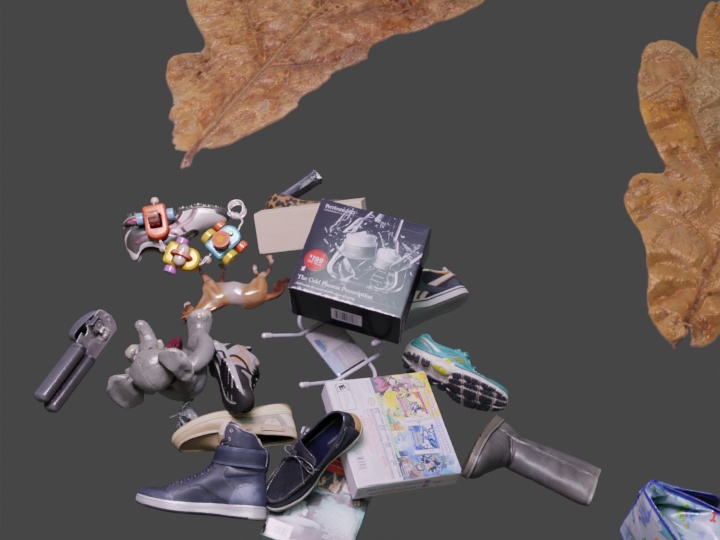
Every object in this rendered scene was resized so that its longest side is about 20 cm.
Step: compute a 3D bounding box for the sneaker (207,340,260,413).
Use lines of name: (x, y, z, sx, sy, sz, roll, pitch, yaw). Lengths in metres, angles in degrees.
sneaker: (-0.195, 0.168, 1.648, 0.080, 0.074, 0.200, 2, 22, -20)

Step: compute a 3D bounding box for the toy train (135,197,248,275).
toy train: (-0.302, -0.073, 1.799, 0.199, 0.056, 0.151, -6, 76, -4)

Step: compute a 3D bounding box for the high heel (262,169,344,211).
high heel: (-0.086, -0.086, 1.900, 0.142, 0.071, 0.200, -37, 67, -14)

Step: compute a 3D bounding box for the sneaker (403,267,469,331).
sneaker: (0.094, 0.052, 1.797, 0.199, 0.079, 0.080, -17, 60, -30)

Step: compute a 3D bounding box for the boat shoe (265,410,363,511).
boat shoe: (-0.082, 0.290, 1.554, 0.200, 0.062, 0.075, -43, 53, -1)

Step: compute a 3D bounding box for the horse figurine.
horse figurine: (-0.221, 0.031, 1.801, 0.199, 0.050, 0.133, -1, 46, -2)

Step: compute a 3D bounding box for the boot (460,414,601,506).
boot: (0.274, 0.321, 1.597, 0.200, 0.073, 0.182, 33, 34, 13)

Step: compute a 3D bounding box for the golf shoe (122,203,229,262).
golf shoe: (-0.338, -0.069, 1.862, 0.199, 0.077, 0.088, -10, 71, -6)

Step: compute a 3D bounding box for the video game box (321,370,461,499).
video game box: (0.048, 0.263, 1.633, 0.181, 0.047, 0.200, -5, 51, -19)

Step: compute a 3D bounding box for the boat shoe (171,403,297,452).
boat shoe: (-0.201, 0.267, 1.614, 0.199, 0.072, 0.065, -8, 54, -17)

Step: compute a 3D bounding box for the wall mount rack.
wall mount rack: (-0.064, 0.130, 1.725, 0.173, 0.075, 0.200, -29, 60, -22)

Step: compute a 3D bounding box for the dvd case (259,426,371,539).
dvd case: (-0.057, 0.356, 1.590, 0.145, 0.022, 0.200, 17, 52, 7)

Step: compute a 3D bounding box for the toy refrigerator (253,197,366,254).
toy refrigerator: (-0.087, -0.083, 1.842, 0.199, 0.076, 0.070, -7, 9, 8)

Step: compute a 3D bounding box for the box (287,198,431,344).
box: (0.000, 0.000, 1.704, 0.199, 0.104, 0.183, 15, 62, 8)

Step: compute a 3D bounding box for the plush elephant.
plush elephant: (-0.322, 0.150, 1.616, 0.164, 0.155, 0.201, -23, 59, 7)

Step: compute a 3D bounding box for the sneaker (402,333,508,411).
sneaker: (0.170, 0.169, 1.720, 0.200, 0.078, 0.080, 30, 47, 16)

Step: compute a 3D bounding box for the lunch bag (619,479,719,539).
lunch bag: (0.487, 0.418, 1.499, 0.200, 0.170, 0.127, 39, 59, 24)

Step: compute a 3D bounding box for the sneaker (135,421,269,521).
sneaker: (-0.238, 0.304, 1.545, 0.201, 0.077, 0.147, 4, 77, 1)

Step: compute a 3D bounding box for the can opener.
can opener: (-0.487, 0.149, 1.699, 0.067, 0.053, 0.200, 0, 46, 37)
